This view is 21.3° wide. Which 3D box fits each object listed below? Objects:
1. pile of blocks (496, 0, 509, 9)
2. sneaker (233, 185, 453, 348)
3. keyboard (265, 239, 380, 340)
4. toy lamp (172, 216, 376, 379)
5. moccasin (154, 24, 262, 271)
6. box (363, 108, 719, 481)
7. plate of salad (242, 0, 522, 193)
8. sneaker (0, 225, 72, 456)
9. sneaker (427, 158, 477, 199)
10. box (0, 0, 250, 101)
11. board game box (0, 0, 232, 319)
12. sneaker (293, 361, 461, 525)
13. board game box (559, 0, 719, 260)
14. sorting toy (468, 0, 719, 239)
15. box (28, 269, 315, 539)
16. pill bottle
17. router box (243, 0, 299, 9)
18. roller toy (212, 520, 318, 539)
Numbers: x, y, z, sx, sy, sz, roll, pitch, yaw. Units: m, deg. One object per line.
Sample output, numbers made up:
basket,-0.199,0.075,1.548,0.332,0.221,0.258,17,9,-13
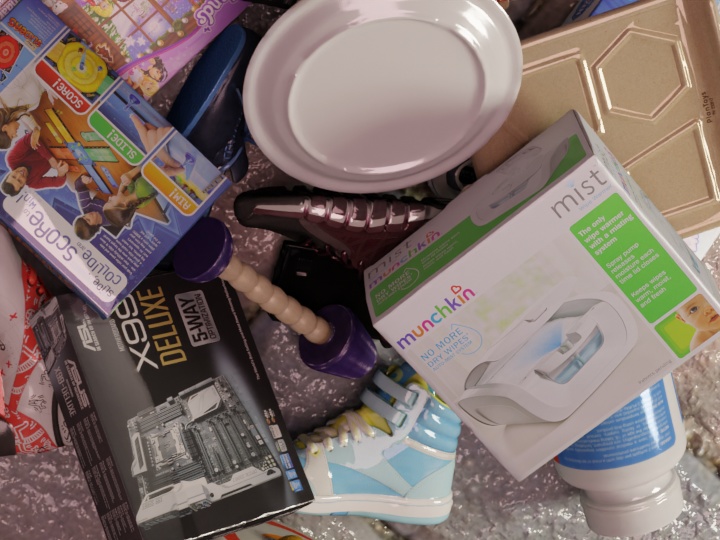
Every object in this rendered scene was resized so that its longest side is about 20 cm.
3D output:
pile of blocks,0.081,-0.219,1.457,0.200,0.062,0.082,-36,109,-2
sneaker,0.000,0.000,1.441,0.199,0.076,0.116,5,98,-6
keyboard,0.029,0.007,1.526,0.199,0.040,0.104,10,123,-14
toy lamp,-0.058,0.028,1.456,0.058,0.058,0.200,-51,134,4
moccasin,-0.116,-0.091,1.449,0.068,0.081,0.200,22,113,-21
box,0.133,0.017,1.382,0.200,0.097,0.177,-37,113,13
plate of salad,0.015,-0.135,1.341,0.199,0.048,0.201,-8,136,-8
sneaker,-0.238,0.042,1.454,0.107,0.067,0.202,-6,109,-12
sneaker,0.150,-0.056,1.509,0.199,0.071,0.073,8,102,-14
box,-0.165,-0.215,1.417,0.200,0.039,0.137,-43,109,1
board game box,-0.210,-0.081,1.367,0.200,0.034,0.135,44,79,-6
sneaker,-0.009,0.126,1.519,0.199,0.080,0.131,8,104,-24
board game box,0.231,-0.126,1.489,0.199,0.041,0.200,43,70,-19
sorting toy,0.181,-0.098,1.409,0.199,0.037,0.186,-17,110,4
box,-0.139,0.103,1.418,0.157,0.050,0.201,-11,75,-41
pill bottle,0.200,0.108,1.541,0.112,0.112,0.201,-17,106,-7
router box,-0.001,-0.275,1.374,0.156,0.052,0.201,9,65,-15
roller toy,-0.074,0.270,1.485,0.199,0.182,0.140,24,97,-17
